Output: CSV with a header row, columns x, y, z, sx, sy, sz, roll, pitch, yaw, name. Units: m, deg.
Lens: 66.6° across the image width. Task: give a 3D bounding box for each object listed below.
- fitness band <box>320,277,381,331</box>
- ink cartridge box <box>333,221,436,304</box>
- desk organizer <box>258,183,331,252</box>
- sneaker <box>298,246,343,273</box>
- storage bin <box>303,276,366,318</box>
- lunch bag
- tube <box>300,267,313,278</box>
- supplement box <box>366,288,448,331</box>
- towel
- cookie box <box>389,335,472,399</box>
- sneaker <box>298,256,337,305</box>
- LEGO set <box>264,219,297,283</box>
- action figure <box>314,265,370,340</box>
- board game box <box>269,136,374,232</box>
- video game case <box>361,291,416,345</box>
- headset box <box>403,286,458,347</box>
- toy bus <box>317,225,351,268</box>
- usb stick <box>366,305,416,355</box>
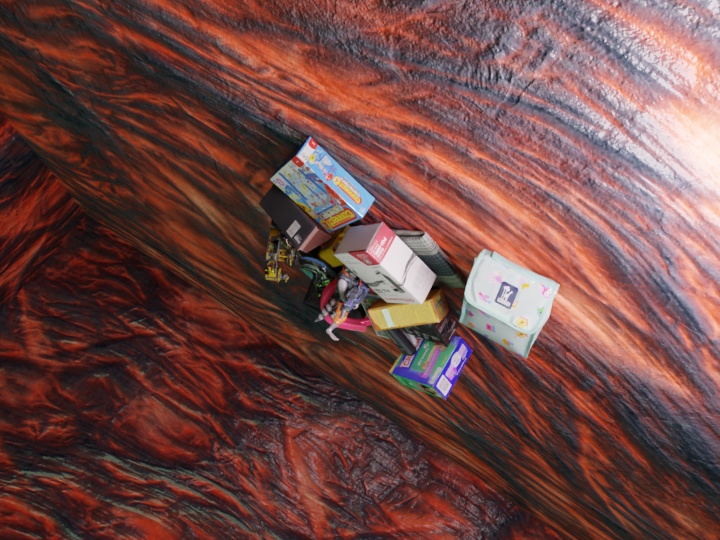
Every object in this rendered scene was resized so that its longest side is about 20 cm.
x,y,z,sx,sy,sz,roll,pitch,yaw,name
-0.015,0.090,1.481,0.195,0.147,0.038,12,-157,-24,fitness band
0.057,-0.012,1.268,0.199,0.084,0.145,42,157,-26,ink cartridge box
-0.162,-0.125,1.355,0.200,0.072,0.077,47,-170,33,desk organizer
-0.125,-0.035,1.607,0.201,0.083,0.121,48,166,4,sneaker
-0.072,0.101,1.722,0.133,0.096,0.200,15,166,32,storage bin
0.295,0.058,1.095,0.168,0.123,0.202,29,151,21,lunch bag
-0.144,0.005,1.773,0.077,0.051,0.199,44,162,-10,tube
0.115,0.098,1.346,0.197,0.066,0.070,-15,105,40,supplement box
0.135,-0.029,1.291,0.198,0.035,0.192,4,146,51,towel
0.206,0.272,1.629,0.075,0.173,0.198,47,156,-28,cookie box
-0.097,0.038,1.499,0.200,0.083,0.071,46,170,-11,sneaker
-0.188,-0.066,1.475,0.112,0.204,0.156,7,139,-5,LEGO set
-0.046,0.068,1.358,0.102,0.198,0.200,24,-164,9,action figure
-0.092,-0.186,1.245,0.195,0.056,0.199,41,159,-16,board game box
0.077,0.135,1.607,0.140,0.018,0.202,10,140,37,video game case
0.159,0.105,1.468,0.146,0.076,0.201,15,152,40,headset box
-0.051,-0.060,1.417,0.065,0.079,0.199,37,166,-11,toy bus
0.091,0.175,1.597,0.055,0.033,0.201,-14,123,50,usb stick
